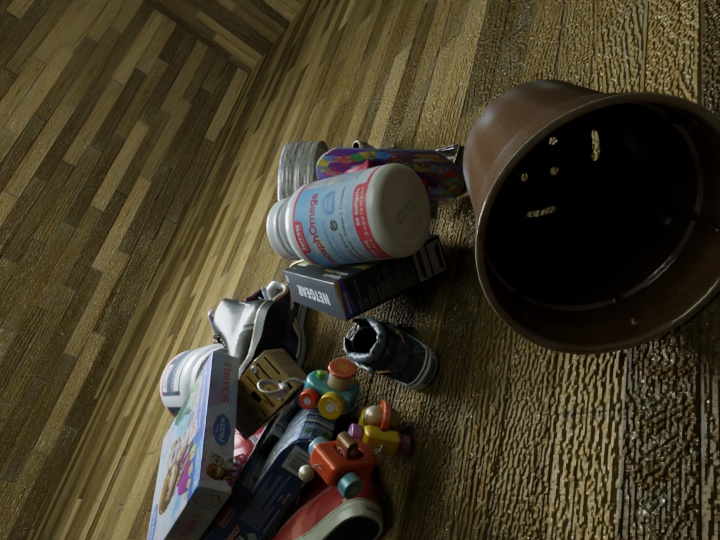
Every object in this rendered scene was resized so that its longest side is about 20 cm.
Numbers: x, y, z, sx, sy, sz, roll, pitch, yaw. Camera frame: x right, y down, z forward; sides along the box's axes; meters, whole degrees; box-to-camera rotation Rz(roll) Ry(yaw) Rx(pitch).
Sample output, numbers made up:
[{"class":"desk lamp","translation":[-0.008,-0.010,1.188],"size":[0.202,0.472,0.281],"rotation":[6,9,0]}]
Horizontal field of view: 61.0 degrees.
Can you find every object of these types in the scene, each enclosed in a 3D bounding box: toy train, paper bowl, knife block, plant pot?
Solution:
[{"class":"toy train","translation":[-0.025,0.153,0.663],"size":[0.200,0.149,0.056],"rotation":[39,116,49]},{"class":"paper bowl","translation":[-0.072,-0.126,1.078],"size":[0.201,0.103,0.203],"rotation":[-2,-90,-83]},{"class":"knife block","translation":[-0.109,0.148,0.866],"size":[0.175,0.064,0.200],"rotation":[-39,-8,-49]},{"class":"plant pot","translation":[0.178,-0.069,0.520],"size":[0.201,0.199,0.199],"rotation":[-49,18,21]}]

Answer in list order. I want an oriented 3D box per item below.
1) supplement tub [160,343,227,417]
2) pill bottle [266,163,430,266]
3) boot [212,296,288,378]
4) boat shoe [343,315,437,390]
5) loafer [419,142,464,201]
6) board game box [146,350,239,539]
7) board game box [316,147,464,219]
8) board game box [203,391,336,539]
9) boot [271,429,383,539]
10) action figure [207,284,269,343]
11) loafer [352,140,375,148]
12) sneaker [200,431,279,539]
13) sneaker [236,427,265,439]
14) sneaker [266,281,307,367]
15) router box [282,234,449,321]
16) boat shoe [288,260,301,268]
[{"class":"supplement tub","translation":[-0.276,0.210,1.121],"size":[0.199,0.140,0.142],"rotation":[-18,47,55]},{"class":"pill bottle","translation":[-0.021,-0.062,0.753],"size":[0.199,0.109,0.110],"rotation":[-6,55,41]},{"class":"boot","translation":[-0.205,0.142,1.007],"size":[0.137,0.077,0.202],"rotation":[5,66,36]},{"class":"boat shoe","translation":[0.011,0.086,0.766],"size":[0.071,0.090,0.200],"rotation":[-63,24,-8]},{"class":"loafer","translation":[0.087,-0.142,0.895],"size":[0.199,0.071,0.074],"rotation":[-14,50,58]},{"class":"board game box","translation":[-0.212,0.242,0.771],"size":[0.200,0.041,0.201],"rotation":[-57,26,29]},{"class":"board game box","translation":[0.036,-0.105,0.808],"size":[0.158,0.197,0.039],"rotation":[68,-153,-70]},{"class":"board game box","translation":[-0.098,0.228,0.771],"size":[0.201,0.061,0.200],"rotation":[-56,4,16]},{"class":"boot","translation":[-0.057,0.280,0.716],"size":[0.200,0.072,0.145],"rotation":[-43,28,18]},{"class":"action figure","translation":[-0.211,0.119,1.190],"size":[0.150,0.133,0.200],"rotation":[57,139,17]},{"class":"loafer","translation":[0.003,-0.154,1.080],"size":[0.072,0.063,0.201],"rotation":[-39,32,36]},{"class":"sneaker","translation":[-0.178,0.299,0.812],"size":[0.071,0.112,0.201],"rotation":[-52,41,27]},{"class":"sneaker","translation":[-0.190,0.277,0.947],"size":[0.199,0.086,0.074],"rotation":[-29,39,48]},{"class":"sneaker","translation":[-0.141,0.103,1.057],"size":[0.078,0.079,0.201],"rotation":[-42,31,29]},{"class":"router box","translation":[0.000,0.000,0.829],"size":[0.156,0.053,0.200],"rotation":[-25,15,-22]},{"class":"boat shoe","translation":[-0.066,0.007,1.033],"size":[0.199,0.064,0.072],"rotation":[-14,51,58]}]
